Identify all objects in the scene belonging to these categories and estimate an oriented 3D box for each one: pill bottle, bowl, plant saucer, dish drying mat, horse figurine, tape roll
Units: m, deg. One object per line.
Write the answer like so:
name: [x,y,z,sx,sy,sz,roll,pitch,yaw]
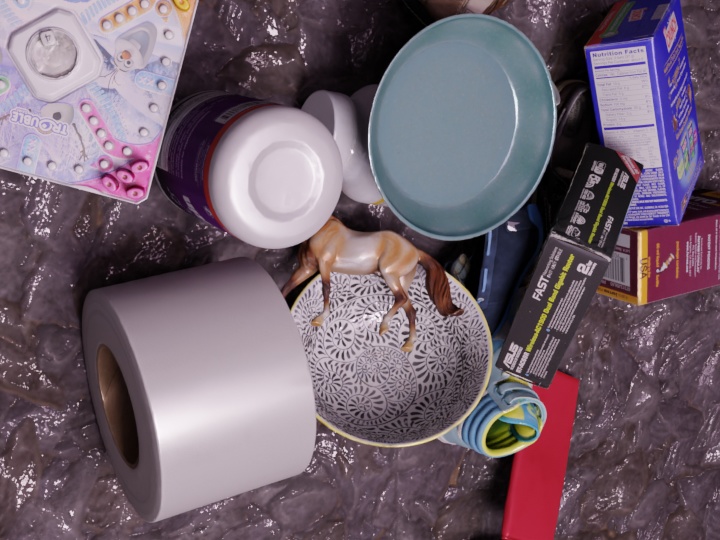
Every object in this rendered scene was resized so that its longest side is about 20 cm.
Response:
pill bottle: [-0.105,-0.090,0.946,0.112,0.200,0.113,-8,106,-28]
bowl: [0.022,0.092,1.109,0.200,0.201,0.094,-30,159,-20]
plant saucer: [0.086,-0.128,1.009,0.200,0.036,0.201,-9,109,-28]
dish drying mat: [0.201,0.208,1.265,0.077,0.018,0.200,24,70,-32]
horse figurine: [0.000,0.000,1.071,0.199,0.050,0.133,11,65,-5]
pill bottle: [0.042,-0.115,1.076,0.200,0.112,0.112,7,99,-31]
tape roll: [-0.144,0.099,0.973,0.139,0.203,0.203,-14,109,-27]

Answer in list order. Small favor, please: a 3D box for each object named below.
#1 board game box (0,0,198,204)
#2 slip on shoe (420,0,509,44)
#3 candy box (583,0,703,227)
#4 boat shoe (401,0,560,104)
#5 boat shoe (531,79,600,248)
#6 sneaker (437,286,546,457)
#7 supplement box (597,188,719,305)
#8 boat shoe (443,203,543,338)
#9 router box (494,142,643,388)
board game box: [-0.246,-0.173,0.906,0.199,0.026,0.201,15,95,-11]
slip on shoe: [0.116,-0.280,1.074,0.061,0.076,0.200,35,47,4]
candy box: [0.300,-0.169,1.184,0.169,0.077,0.200,-49,131,-54]
boat shoe: [0.108,-0.209,1.115,0.200,0.076,0.060,39,123,-17]
boat shoe: [0.224,-0.102,1.199,0.072,0.065,0.201,4,98,0]
sneaker: [0.168,0.114,1.196,0.079,0.130,0.200,38,82,-31]
supplement box: [0.352,-0.030,1.275,0.200,0.110,0.086,-12,108,-27]
boat shoe: [0.120,0.001,1.147,0.068,0.084,0.200,4,131,-16]
router box: [0.205,-0.003,1.113,0.200,0.062,0.150,104,13,-46]
